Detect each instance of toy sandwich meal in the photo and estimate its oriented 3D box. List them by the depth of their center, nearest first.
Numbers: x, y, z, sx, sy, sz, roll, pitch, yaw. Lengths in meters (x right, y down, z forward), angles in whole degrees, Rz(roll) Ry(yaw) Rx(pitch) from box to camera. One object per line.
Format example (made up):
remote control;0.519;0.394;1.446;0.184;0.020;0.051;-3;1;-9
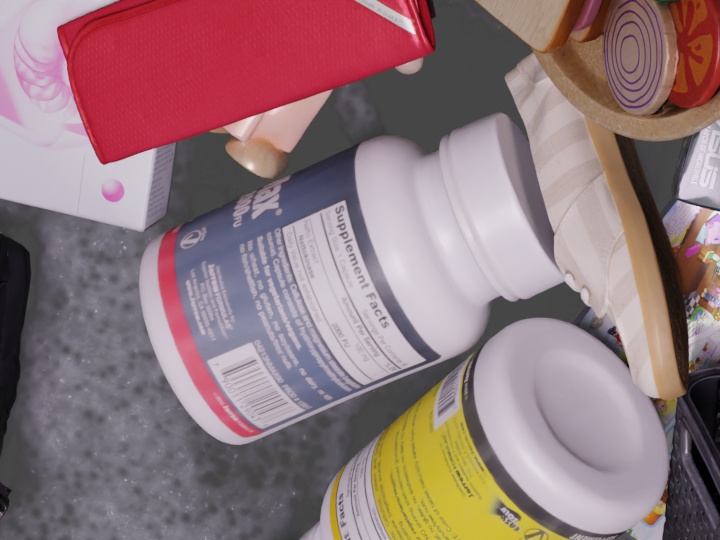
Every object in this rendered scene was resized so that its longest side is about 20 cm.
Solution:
toy sandwich meal;0.107;-0.153;0.930;0.205;0.070;0.207;22;118;50

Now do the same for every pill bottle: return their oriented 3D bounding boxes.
pill bottle;0.052;0.120;1.033;0.112;0.112;0.200;45;129;-1
pill bottle;0.000;0.000;1.045;0.199;0.120;0.120;-23;98;17

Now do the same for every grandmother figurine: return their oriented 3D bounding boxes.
grandmother figurine;-0.013;-0.144;1.040;0.121;0.061;0.201;35;110;8

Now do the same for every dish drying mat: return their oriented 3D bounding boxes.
dish drying mat;-0.060;-0.115;1.021;0.199;0.018;0.077;-16;96;26

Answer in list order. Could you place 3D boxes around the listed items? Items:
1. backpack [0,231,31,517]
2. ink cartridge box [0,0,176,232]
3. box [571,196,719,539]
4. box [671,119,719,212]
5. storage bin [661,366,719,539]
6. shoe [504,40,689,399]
backpack;-0.257;0.061;1.106;0.126;0.167;0.201;18;102;13
ink cartridge box;-0.187;-0.138;1.093;0.195;0.043;0.201;13;108;10
box;0.182;0.046;1.056;0.137;0.039;0.200;38;109;2
box;0.246;-0.112;0.971;0.157;0.051;0.201;13;98;5
storage bin;0.254;0.115;0.974;0.198;0.135;0.094;-2;118;-7
shoe;0.116;-0.026;1.006;0.053;0.070;0.201;-19;64;15
